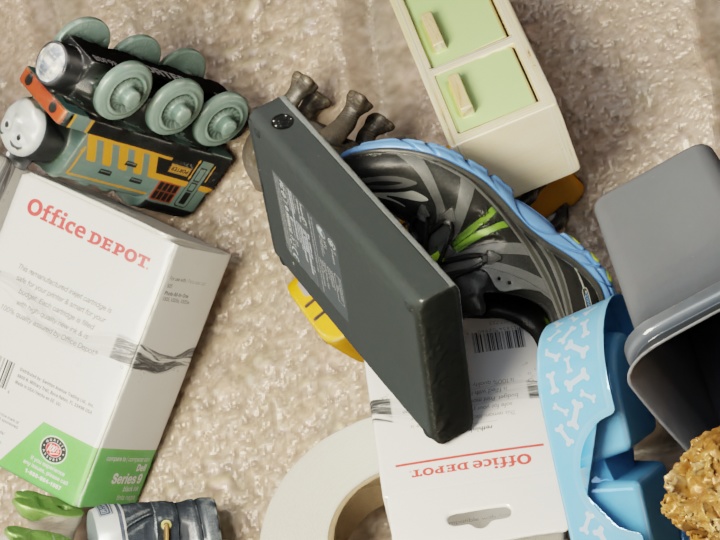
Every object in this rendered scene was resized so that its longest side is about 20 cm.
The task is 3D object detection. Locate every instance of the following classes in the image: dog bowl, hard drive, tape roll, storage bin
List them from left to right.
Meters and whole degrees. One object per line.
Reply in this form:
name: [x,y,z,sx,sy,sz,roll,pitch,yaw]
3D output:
hard drive: [0.000,0.000,1.458,0.033,0.140,0.200,-28,51,-16]
tape roll: [0.034,0.181,1.511,0.203,0.037,0.203,-5,52,6]
dog bowl: [0.155,0.116,1.426,0.050,0.111,0.200,-11,93,23]
storage bin: [0.233,0.017,1.433,0.146,0.200,0.134,-29,53,14]

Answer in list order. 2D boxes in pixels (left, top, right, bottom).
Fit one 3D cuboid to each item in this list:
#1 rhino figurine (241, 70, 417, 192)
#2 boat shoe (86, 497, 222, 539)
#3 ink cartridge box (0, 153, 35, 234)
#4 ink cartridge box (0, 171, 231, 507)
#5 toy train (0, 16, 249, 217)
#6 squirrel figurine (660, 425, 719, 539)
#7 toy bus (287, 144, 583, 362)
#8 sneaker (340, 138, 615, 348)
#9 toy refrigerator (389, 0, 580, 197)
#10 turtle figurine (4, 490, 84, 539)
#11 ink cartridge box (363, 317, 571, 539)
rhino figurine: [-0.016,-0.076,1.600,0.087,0.060,0.200,-57,33,-5]
boat shoe: [-0.130,0.254,1.591,0.091,0.071,0.200,-6,93,-14]
ink cartridge box: [-0.302,-0.024,1.674,0.083,0.200,0.147,24,86,28]
ink cartridge box: [-0.198,0.049,1.655,0.146,0.084,0.200,25,96,27]
toy train: [-0.164,-0.104,1.645,0.085,0.200,0.114,45,109,33]
squirrel figurine: [0.261,0.154,1.389,0.187,0.200,0.142,-38,19,28]
toy bus: [0.053,-0.020,1.592,0.200,0.065,0.078,-41,61,9]
sneaker: [0.067,-0.014,1.474,0.200,0.071,0.083,35,70,-3]
toy refrigerator: [0.077,-0.138,1.566,0.076,0.070,0.200,-22,44,3]
turtle figurine: [-0.267,0.249,1.595,0.200,0.144,0.194,25,106,23]
ink cartridge box: [0.067,0.109,1.493,0.116,0.068,0.200,-9,49,2]
